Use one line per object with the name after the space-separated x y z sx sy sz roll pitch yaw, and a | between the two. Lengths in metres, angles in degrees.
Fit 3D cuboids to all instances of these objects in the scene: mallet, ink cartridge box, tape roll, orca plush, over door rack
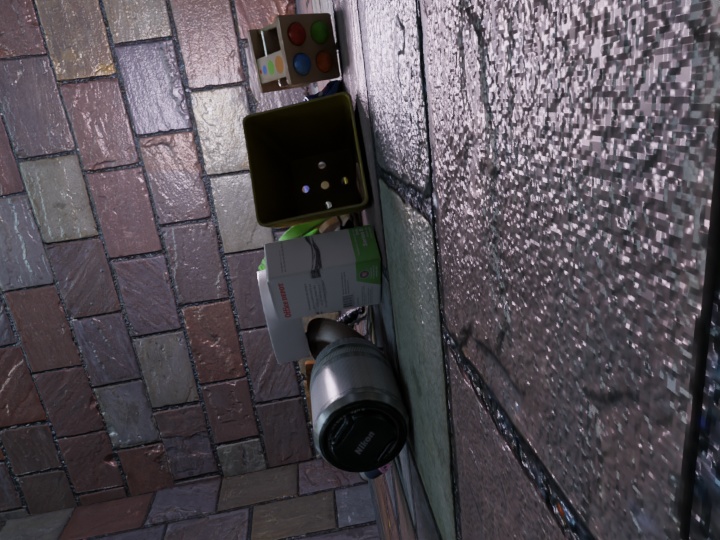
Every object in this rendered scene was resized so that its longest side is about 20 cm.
-0.028 -0.187 1.141 0.066 0.041 0.203 -139 36 -86 | mallet
-0.066 0.008 0.941 0.146 0.197 0.085 88 170 -54 | ink cartridge box
-0.163 0.093 1.095 0.202 0.070 0.205 166 90 -81 | tape roll
-0.057 0.171 1.376 0.200 0.071 0.106 -49 49 27 | orca plush
0.006 0.140 1.136 0.201 0.066 0.149 -104 6 -45 | over door rack

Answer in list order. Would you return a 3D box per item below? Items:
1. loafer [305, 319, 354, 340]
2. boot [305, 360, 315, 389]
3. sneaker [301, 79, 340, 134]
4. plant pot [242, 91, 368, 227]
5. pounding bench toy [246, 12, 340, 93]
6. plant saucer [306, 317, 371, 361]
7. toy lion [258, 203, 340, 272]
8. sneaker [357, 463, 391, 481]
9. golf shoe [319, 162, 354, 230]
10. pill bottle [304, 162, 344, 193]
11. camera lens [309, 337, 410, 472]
-0.059 0.130 1.126 0.072 0.063 0.199 47 153 -18 | loafer
-0.066 0.346 1.574 0.069 0.197 0.190 -106 8 -55 | boot
-0.083 -0.346 1.069 0.201 0.077 0.076 -78 -9 -55 | sneaker
-0.084 -0.183 0.968 0.176 0.197 0.203 30 -130 -79 | plant pot
-0.106 -0.460 1.085 0.155 0.199 0.126 13 119 51 | pounding bench toy
-0.036 0.180 1.057 0.037 0.199 0.202 -53 -25 -34 | plant saucer
-0.144 -0.051 1.158 0.069 0.191 0.200 53 164 11 | toy lion
0.049 0.381 1.175 0.070 0.081 0.201 50 -151 -24 | sneaker
-0.047 -0.147 1.164 0.097 0.078 0.201 42 162 57 | golf shoe
-0.084 -0.217 1.268 0.201 0.111 0.113 87 172 -55 | pill bottle
-0.007 0.230 0.899 0.200 0.158 0.162 -110 11 -64 | camera lens
